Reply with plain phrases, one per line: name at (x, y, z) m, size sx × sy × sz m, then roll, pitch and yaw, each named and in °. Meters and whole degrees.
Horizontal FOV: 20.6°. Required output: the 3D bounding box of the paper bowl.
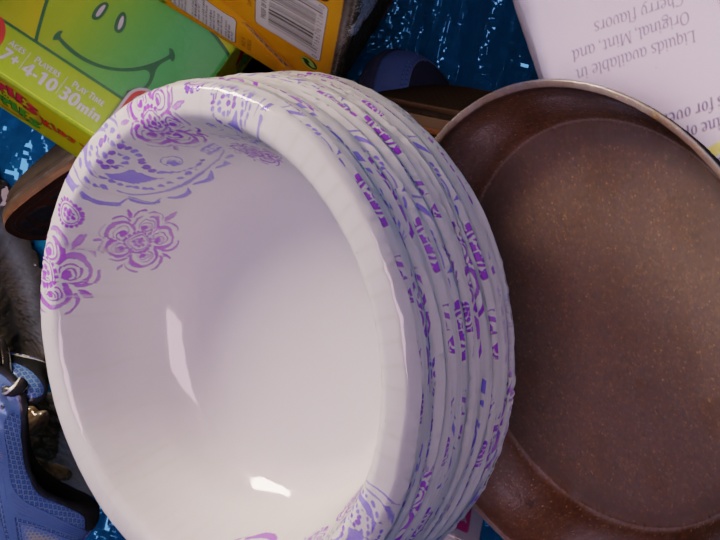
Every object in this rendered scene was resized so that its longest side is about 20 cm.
paper bowl at (-0.024, 0.023, 0.772) m, size 0.200 × 0.104 × 0.202 m, roll 8°, pitch 102°, yaw 41°

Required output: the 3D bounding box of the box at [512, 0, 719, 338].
box at (0.134, -0.085, 0.853) m, size 0.104 × 0.184 × 0.201 m, roll -17°, pitch 90°, yaw 10°

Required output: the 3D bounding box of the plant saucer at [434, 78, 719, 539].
plant saucer at (0.093, 0.024, 0.758) m, size 0.200 × 0.034 × 0.201 m, roll 18°, pitch 115°, yaw 44°

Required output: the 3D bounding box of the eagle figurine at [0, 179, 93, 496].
eagle figurine at (-0.219, 0.038, 0.979) m, size 0.151 × 0.151 × 0.200 m, roll -21°, pitch 51°, yaw -26°

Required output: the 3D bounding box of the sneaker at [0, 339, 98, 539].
sneaker at (-0.184, 0.048, 0.868) m, size 0.089 × 0.079 × 0.201 m, roll -32°, pitch 103°, yaw -1°

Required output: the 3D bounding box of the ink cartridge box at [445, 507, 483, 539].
ink cartridge box at (-0.040, 0.148, 0.928) m, size 0.119 × 0.042 × 0.200 m, roll 27°, pitch 129°, yaw -8°

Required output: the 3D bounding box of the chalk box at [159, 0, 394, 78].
chalk box at (-0.009, -0.197, 0.803) m, size 0.124 × 0.125 × 0.201 m, roll 30°, pitch 72°, yaw 4°

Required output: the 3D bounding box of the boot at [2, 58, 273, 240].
boot at (-0.103, -0.098, 0.970) m, size 0.199 × 0.075 × 0.097 m, roll -32°, pitch 63°, yaw 15°

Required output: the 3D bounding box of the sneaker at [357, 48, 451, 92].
sneaker at (0.062, -0.016, 0.912) m, size 0.082 × 0.074 × 0.201 m, roll -27°, pitch 82°, yaw 36°

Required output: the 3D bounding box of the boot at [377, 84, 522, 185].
boot at (0.000, 0.000, 0.868) m, size 0.199 × 0.077 × 0.156 m, roll 0°, pitch 98°, yaw 32°

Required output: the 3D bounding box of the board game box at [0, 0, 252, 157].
board game box at (-0.078, -0.141, 0.869) m, size 0.101 × 0.048 × 0.200 m, roll 33°, pitch 74°, yaw 5°
